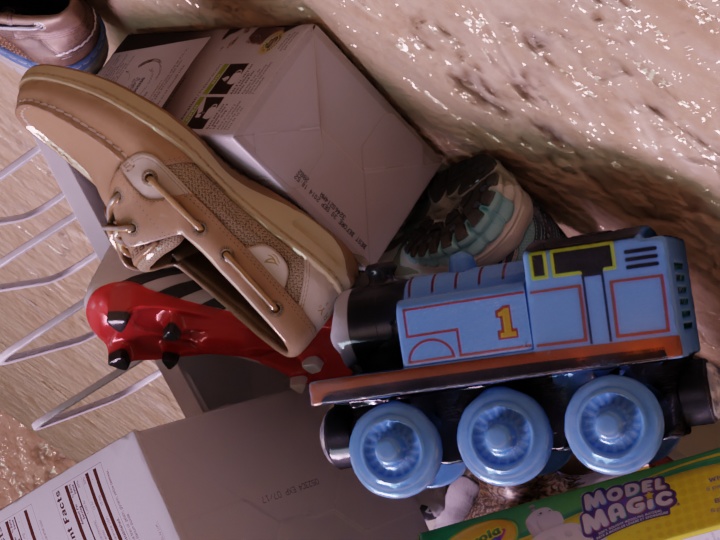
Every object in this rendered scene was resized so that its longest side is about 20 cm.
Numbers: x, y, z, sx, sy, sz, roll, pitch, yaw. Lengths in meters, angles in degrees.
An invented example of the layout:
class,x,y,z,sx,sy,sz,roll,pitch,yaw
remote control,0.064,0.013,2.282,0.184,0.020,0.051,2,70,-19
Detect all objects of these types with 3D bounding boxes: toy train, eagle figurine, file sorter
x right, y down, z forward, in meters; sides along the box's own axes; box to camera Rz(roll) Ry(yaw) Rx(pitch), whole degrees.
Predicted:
class,x,y,z,sx,sy,sz,roll,pitch,yaw
toy train,0.072,0.044,0.806,0.200,0.114,0.087,-9,175,19
eagle figurine,0.100,0.134,0.977,0.152,0.151,0.200,40,179,33
file sorter,-0.156,0.021,1.049,0.200,0.124,0.139,61,-158,5

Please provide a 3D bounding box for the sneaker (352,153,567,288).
class,x,y,z,sx,sy,sz,roll,pitch,yaw
sneaker,0.045,-0.001,0.924,0.086,0.078,0.200,36,163,-19

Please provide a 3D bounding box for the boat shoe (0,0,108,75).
class,x,y,z,sx,sy,sz,roll,pitch,yaw
boat shoe,-0.241,-0.179,0.991,0.200,0.072,0.072,21,156,9

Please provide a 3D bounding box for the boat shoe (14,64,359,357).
class,x,y,z,sx,sy,sz,roll,pitch,yaw
boat shoe,-0.098,-0.032,0.847,0.200,0.065,0.071,33,161,5

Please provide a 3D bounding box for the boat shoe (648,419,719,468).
class,x,y,z,sx,sy,sz,roll,pitch,yaw
boat shoe,0.243,0.123,0.858,0.200,0.071,0.063,17,135,21

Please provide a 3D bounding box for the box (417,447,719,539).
class,x,y,z,sx,sy,sz,roll,pitch,yaw
box,0.117,0.157,0.818,0.200,0.048,0.117,-19,132,13

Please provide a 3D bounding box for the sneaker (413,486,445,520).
class,x,y,z,sx,sy,sz,roll,pitch,yaw
sneaker,-0.018,0.125,1.055,0.115,0.075,0.200,-6,175,-13

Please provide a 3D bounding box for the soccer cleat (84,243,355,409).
class,x,y,z,sx,sy,sz,roll,pitch,yaw
soccer cleat,-0.048,0.021,0.911,0.200,0.085,0.069,8,137,-4

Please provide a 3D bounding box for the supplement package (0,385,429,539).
class,x,y,z,sx,sy,sz,roll,pitch,yaw
supplement package,-0.097,0.173,0.949,0.200,0.191,0.147,-32,77,35

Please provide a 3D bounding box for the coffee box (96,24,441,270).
class,x,y,z,sx,sy,sz,roll,pitch,yaw
coffee box,-0.067,-0.070,0.931,0.113,0.080,0.200,45,159,-31

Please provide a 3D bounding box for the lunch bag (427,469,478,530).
class,x,y,z,sx,sy,sz,roll,pitch,yaw
lunch bag,0.019,0.183,1.400,0.200,0.118,0.164,19,158,24

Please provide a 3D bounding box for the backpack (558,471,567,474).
class,x,y,z,sx,sy,sz,roll,pitch,yaw
backpack,0.177,0.248,1.233,0.200,0.147,0.183,40,164,-28
